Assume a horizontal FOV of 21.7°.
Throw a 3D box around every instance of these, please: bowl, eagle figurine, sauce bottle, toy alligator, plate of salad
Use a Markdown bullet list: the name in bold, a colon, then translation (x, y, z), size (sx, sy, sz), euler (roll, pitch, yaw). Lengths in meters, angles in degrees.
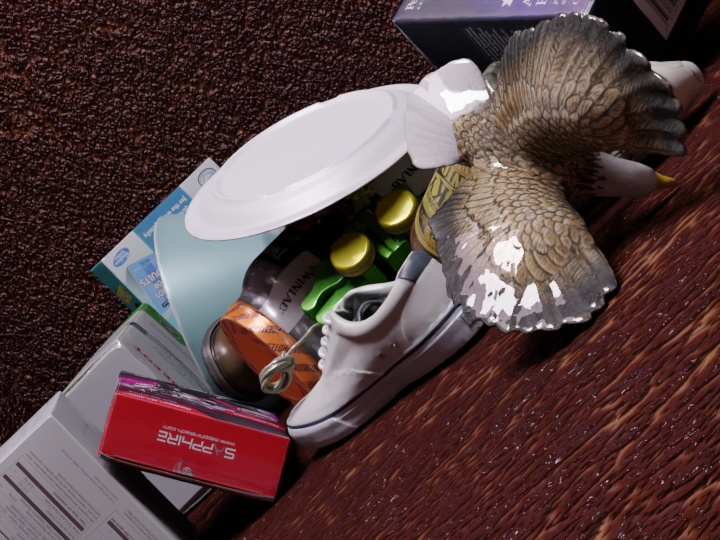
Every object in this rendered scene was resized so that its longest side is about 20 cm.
- **bowl**: translation (-0.088, 0.024, 1.635), size (0.105, 0.201, 0.201), euler (-24, 9, 8)
- **eagle figurine**: translation (0.104, -0.058, 1.041), size (0.151, 0.152, 0.200), euler (-23, 3, 8)
- **sauce bottle**: translation (0.072, -0.038, 1.217), size (0.065, 0.065, 0.200), euler (-52, -13, -55)
- **toy alligator**: translation (-0.006, -0.001, 1.281), size (0.200, 0.059, 0.054), euler (-43, 48, -1)
- **plate of salad**: translation (-0.032, -0.071, 1.331), size (0.200, 0.048, 0.200), euler (-23, 23, 10)

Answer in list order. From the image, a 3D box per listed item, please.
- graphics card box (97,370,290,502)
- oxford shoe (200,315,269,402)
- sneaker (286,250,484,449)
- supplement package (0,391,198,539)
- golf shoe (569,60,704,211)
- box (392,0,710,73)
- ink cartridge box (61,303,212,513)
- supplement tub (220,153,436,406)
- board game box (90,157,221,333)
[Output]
- **graphics card box**: translation (-0.120, 0.116, 1.350), size (0.200, 0.125, 0.051), euler (-177, 102, -84)
- **oxford shoe**: translation (-0.053, 0.049, 1.470), size (0.084, 0.073, 0.200), euler (-29, -5, 29)
- **sneaker**: translation (0.005, 0.048, 1.230), size (0.200, 0.071, 0.073), euler (-41, 6, 41)
- **supplement package**: translation (-0.234, 0.213, 1.322), size (0.200, 0.151, 0.152), euler (-44, 6, -3)
- **golf shoe**: translation (0.150, -0.080, 1.249), size (0.097, 0.078, 0.200), euler (-26, -2, -38)
- **box**: translation (0.147, -0.209, 1.374), size (0.200, 0.104, 0.148), euler (5, 61, 48)
- **ink cartridge box**: translation (-0.173, 0.118, 1.628), size (0.083, 0.147, 0.200), euler (-45, 4, 6)
- **supplement tub**: translation (0.000, 0.000, 1.370), size (0.200, 0.123, 0.123), euler (-46, 6, -18)
- **board game box**: translation (-0.129, 0.017, 1.783), size (0.151, 0.200, 0.047), euler (-47, 6, -23)
